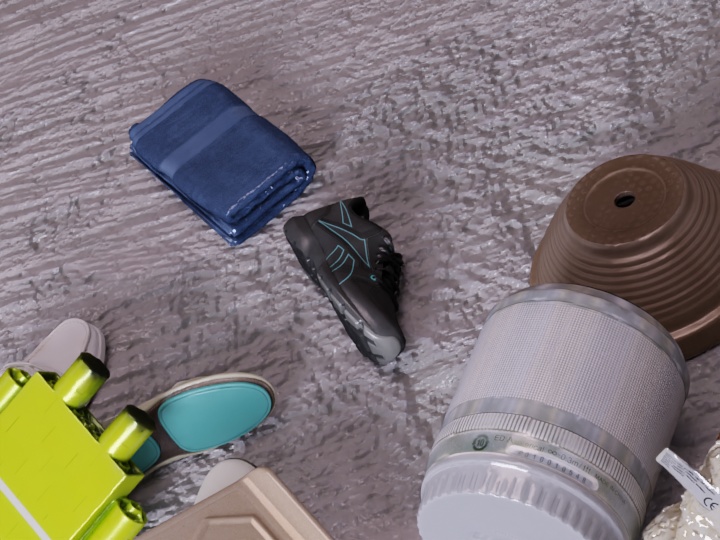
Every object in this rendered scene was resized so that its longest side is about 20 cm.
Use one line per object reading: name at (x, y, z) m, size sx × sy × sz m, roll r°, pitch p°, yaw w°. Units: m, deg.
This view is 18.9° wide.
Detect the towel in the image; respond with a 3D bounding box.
towel at (-0.130, -0.106, 2.014) m, size 0.112 × 0.049 × 0.200 m, roll -39°, pitch 42°, yaw -11°

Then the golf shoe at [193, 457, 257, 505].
golf shoe at (-0.110, 0.213, 1.662) m, size 0.077 × 0.088 × 0.200 m, roll -14°, pitch 43°, yaw 18°

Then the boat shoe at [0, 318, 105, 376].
boat shoe at (-0.289, 0.110, 1.869) m, size 0.071 × 0.069 × 0.200 m, roll 4°, pitch 50°, yaw 33°

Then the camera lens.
camera lens at (0.141, 0.122, 1.563) m, size 0.160 × 0.160 × 0.200 m, roll 3°, pitch 50°, yaw 30°

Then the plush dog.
plush dog at (0.304, 0.136, 1.495) m, size 0.200 × 0.161 × 0.172 m, roll 6°, pitch 25°, yaw 30°

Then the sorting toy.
sorting toy at (-0.096, 0.253, 1.555) m, size 0.200 × 0.036 × 0.185 m, roll -30°, pitch 58°, yaw -26°

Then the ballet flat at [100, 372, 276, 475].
ballet flat at (-0.165, 0.127, 1.796) m, size 0.200 × 0.069 × 0.069 m, roll -25°, pitch 42°, yaw 4°

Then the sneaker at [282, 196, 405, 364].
sneaker at (0.000, 0.000, 1.822) m, size 0.079 × 0.075 × 0.200 m, roll -29°, pitch 42°, yaw -4°

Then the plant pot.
plant pot at (0.222, -0.025, 1.716) m, size 0.201 × 0.093 × 0.201 m, roll -15°, pitch 45°, yaw 15°

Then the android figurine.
android figurine at (-0.256, 0.169, 1.757) m, size 0.182 × 0.041 × 0.200 m, roll 45°, pitch 105°, yaw 20°
